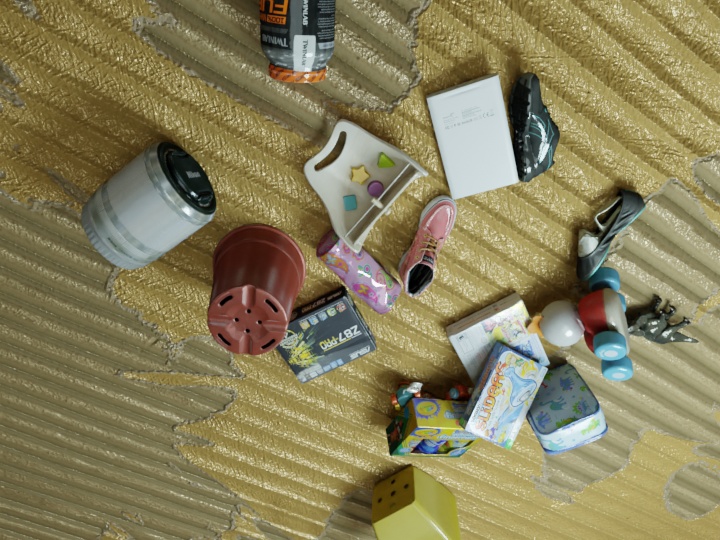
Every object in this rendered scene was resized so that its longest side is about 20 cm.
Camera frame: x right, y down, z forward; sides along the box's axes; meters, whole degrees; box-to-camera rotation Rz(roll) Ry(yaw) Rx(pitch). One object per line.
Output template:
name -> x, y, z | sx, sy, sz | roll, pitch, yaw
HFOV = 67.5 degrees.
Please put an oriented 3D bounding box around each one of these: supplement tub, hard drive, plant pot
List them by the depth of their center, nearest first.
supplement tub -> -0.098, -0.409, 0.842 | 0.119, 0.123, 0.205 | 1, 119, -4
hard drive -> 0.209, -0.242, 0.996 | 0.129, 0.026, 0.203 | -12, 120, 16
plant pot -> -0.206, 0.046, 1.042 | 0.195, 0.197, 0.205 | -1, 120, -2
plant pot -> 0.130, 0.642, 1.402 | 0.198, 0.201, 0.178 | -33, 106, 14

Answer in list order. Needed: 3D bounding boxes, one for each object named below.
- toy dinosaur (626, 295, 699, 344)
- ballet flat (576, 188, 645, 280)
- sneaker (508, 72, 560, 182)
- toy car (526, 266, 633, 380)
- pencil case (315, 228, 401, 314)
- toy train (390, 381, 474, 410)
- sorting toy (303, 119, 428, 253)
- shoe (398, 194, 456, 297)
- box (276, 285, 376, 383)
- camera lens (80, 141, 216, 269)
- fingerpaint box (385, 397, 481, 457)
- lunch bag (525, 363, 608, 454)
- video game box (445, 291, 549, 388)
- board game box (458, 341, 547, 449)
toy dinosaur -> 0.674, 0.126, 1.224 | 0.196, 0.078, 0.103 | 18, 128, -19
ballet flat -> 0.489, -0.079, 1.098 | 0.068, 0.068, 0.202 | 31, 104, -8
sneaker -> 0.318, -0.265, 0.986 | 0.077, 0.076, 0.203 | -17, 128, -5
toy car -> 0.460, 0.121, 1.150 | 0.196, 0.188, 0.177 | -9, 140, 30
pencil case -> 0.000, 0.000, 1.098 | 0.087, 0.088, 0.200 | -39, 115, 17
toy train -> 0.164, 0.284, 1.261 | 0.196, 0.057, 0.150 | 18, 133, -28
sorting toy -> -0.006, -0.175, 0.996 | 0.179, 0.107, 0.200 | 39, 111, -14
shoe -> 0.138, -0.045, 1.074 | 0.070, 0.092, 0.203 | 21, 116, -15
box -> -0.084, 0.145, 1.189 | 0.196, 0.049, 0.163 | -25, 120, 9
camera lens -> -0.371, -0.116, 0.963 | 0.198, 0.161, 0.161 | -31, 117, 14
fingerpaint box -> 0.182, 0.377, 1.272 | 0.195, 0.075, 0.168 | 9, 138, -20
lunch bag -> 0.452, 0.313, 1.228 | 0.158, 0.201, 0.084 | -26, 111, 9
video game box -> 0.315, 0.171, 1.230 | 0.179, 0.047, 0.202 | -26, 117, 12
board game box -> 0.318, 0.280, 1.201 | 0.133, 0.034, 0.204 | 25, 90, -18
